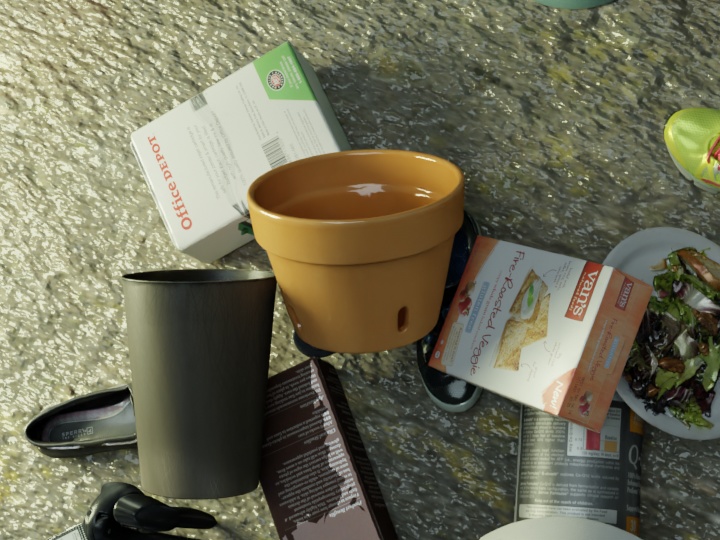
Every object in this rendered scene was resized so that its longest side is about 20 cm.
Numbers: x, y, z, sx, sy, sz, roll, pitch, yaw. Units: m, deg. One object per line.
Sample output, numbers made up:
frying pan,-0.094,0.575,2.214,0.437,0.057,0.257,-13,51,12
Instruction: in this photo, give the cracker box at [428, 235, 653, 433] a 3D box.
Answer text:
cracker box,0.156,0.052,1.235,0.199,0.057,0.135,16,84,57

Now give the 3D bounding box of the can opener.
can opener,-0.198,0.250,1.327,0.078,0.200,0.064,24,82,27

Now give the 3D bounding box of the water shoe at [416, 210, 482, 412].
water shoe,0.082,0.036,1.350,0.071,0.079,0.202,-4,78,16

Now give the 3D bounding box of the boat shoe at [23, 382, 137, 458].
boat shoe,-0.257,0.155,1.436,0.198,0.057,0.068,-16,75,13

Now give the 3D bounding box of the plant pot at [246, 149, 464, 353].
plant pot,0.000,-0.016,1.268,0.198,0.200,0.141,3,114,17

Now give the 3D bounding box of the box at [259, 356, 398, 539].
box,-0.044,0.198,1.360,0.099,0.075,0.202,-23,72,10

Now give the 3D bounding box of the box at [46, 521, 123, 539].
box,-0.220,0.346,1.335,0.044,0.160,0.202,-26,74,8

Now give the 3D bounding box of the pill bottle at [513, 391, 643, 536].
pill bottle,0.203,0.162,1.270,0.115,0.116,0.202,2,79,16

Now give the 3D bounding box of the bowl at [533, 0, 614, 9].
bowl,0.216,-0.375,1.380,0.199,0.105,0.203,-3,79,15

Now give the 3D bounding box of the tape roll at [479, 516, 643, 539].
tape roll,0.186,0.296,1.218,0.201,0.204,0.037,0,40,16

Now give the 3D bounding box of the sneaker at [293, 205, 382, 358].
sneaker,0.000,0.000,1.393,0.066,0.078,0.201,33,93,-10

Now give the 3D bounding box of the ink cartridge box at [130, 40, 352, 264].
ink cartridge box,-0.119,-0.119,1.436,0.199,0.084,0.147,-28,73,10

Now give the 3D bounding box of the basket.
basket,-0.149,0.104,1.296,0.135,0.180,0.202,3,95,23

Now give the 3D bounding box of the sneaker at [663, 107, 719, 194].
sneaker,0.371,-0.097,1.287,0.199,0.090,0.079,35,92,21

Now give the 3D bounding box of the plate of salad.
plate of salad,0.300,0.053,1.252,0.198,0.048,0.202,8,70,-21
